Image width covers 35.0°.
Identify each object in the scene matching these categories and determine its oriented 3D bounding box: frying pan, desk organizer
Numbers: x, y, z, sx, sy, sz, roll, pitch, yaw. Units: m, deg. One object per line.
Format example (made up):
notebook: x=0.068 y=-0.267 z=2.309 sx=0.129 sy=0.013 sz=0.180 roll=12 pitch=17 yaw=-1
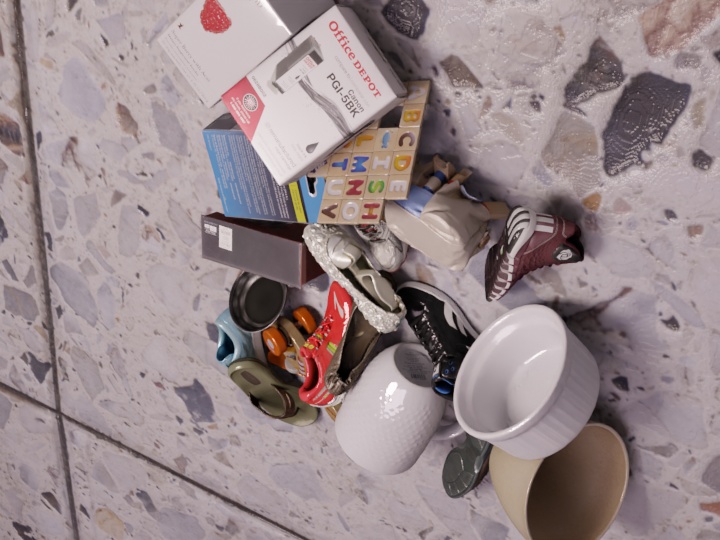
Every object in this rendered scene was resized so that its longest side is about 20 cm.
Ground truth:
frying pan: x=-0.135 y=0.016 z=1.810 sx=0.190 sy=0.031 sz=0.115 roll=-46 pitch=56 yaw=11
desk organizer: x=-0.147 y=-0.040 z=1.751 sx=0.198 sy=0.077 sz=0.073 roll=16 pitch=116 yaw=32

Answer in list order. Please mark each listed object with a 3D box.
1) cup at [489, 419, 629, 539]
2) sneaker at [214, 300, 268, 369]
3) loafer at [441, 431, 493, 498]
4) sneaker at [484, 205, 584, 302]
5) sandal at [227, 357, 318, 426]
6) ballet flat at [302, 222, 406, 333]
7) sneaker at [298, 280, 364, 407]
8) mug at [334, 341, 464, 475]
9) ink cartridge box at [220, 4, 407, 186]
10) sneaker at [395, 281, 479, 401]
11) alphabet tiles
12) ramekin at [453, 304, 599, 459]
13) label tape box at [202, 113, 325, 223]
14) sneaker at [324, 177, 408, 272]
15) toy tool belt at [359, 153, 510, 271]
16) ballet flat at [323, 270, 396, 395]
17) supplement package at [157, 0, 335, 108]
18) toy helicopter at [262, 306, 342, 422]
cup: x=0.267 y=0.293 z=1.650 sx=0.143 sy=0.199 sz=0.203 roll=22 pitch=136 yaw=54
sneaker: x=-0.207 y=0.145 z=1.907 sx=0.074 sy=0.081 sz=0.203 roll=28 pitch=137 yaw=46
loafer: x=0.186 y=0.287 z=1.770 sx=0.072 sy=0.062 sz=0.201 roll=63 pitch=147 yaw=33
sneaker: x=0.236 y=-0.011 z=1.525 sx=0.113 sy=0.077 sz=0.201 roll=5 pitch=153 yaw=-7
sandal: x=-0.149 y=0.214 z=1.897 sx=0.079 sy=0.058 sz=0.200 roll=-32 pitch=132 yaw=23
ballet flat: x=0.000 y=0.000 z=1.651 sx=0.201 sy=0.072 sz=0.072 roll=49 pitch=134 yaw=-2
sneaker: x=-0.051 y=0.112 z=1.747 sx=0.077 sy=0.084 sz=0.204 roll=19 pitch=102 yaw=58
mug: x=0.080 y=0.206 z=1.743 sx=0.197 sy=0.149 sz=0.177 roll=16 pitch=131 yaw=-14
ink cartridge box: x=-0.060 y=-0.229 z=1.493 sx=0.199 sy=0.083 sz=0.148 roll=-36 pitch=90 yaw=15
sneaker: x=0.114 y=0.110 z=1.659 sx=0.200 sy=0.112 sz=0.073 roll=42 pitch=133 yaw=2
alphabet tiles: x=0.004 y=-0.157 z=1.517 sx=0.165 sy=0.203 sz=0.008 roll=2 pitch=161 yaw=33
ramekin: x=0.230 y=0.158 z=1.557 sx=0.097 sy=0.203 sz=0.199 roll=36 pitch=140 yaw=-29
label tape box: x=-0.123 y=-0.150 z=1.673 sx=0.197 sy=0.066 sz=0.145 roll=5 pitch=122 yaw=29
sneaker: x=0.000 y=-0.083 z=1.623 sx=0.077 sy=0.082 sz=0.202 roll=-15 pitch=112 yaw=39
toy tool belt: x=0.096 y=-0.095 z=1.546 sx=0.199 sy=0.123 sz=0.126 roll=34 pitch=146 yaw=25
ballet flat: x=0.000 y=0.095 z=1.703 sx=0.067 sy=0.046 sz=0.202 roll=26 pitch=94 yaw=-8
supplement package: x=-0.154 y=-0.333 z=1.527 sx=0.199 sy=0.120 sz=0.122 roll=-31 pitch=100 yaw=43
toy helicopter: x=-0.087 y=0.164 z=1.852 sx=0.201 sy=0.078 sz=0.132 roll=56 pitch=157 yaw=4
